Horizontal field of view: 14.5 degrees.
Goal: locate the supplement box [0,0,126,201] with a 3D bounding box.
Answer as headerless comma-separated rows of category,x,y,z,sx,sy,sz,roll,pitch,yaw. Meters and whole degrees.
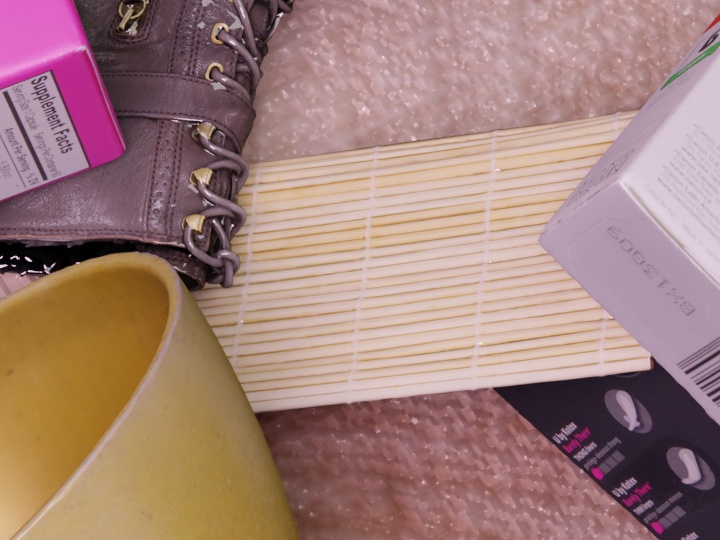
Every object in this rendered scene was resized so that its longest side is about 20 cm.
supplement box,-0.184,-0.059,0.855,0.200,0.103,0.101,-21,74,-5

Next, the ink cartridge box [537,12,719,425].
ink cartridge box,0.152,-0.039,0.888,0.109,0.050,0.200,45,52,-5

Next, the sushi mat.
sushi mat,0.000,0.000,0.907,0.200,0.012,0.096,-7,60,19

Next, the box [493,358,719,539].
box,0.159,0.043,0.954,0.200,0.106,0.122,41,62,3

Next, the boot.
boot,-0.041,-0.072,0.932,0.200,0.069,0.174,-5,61,21

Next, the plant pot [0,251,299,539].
plant pot,-0.090,0.114,0.815,0.200,0.200,0.142,-49,113,-28
